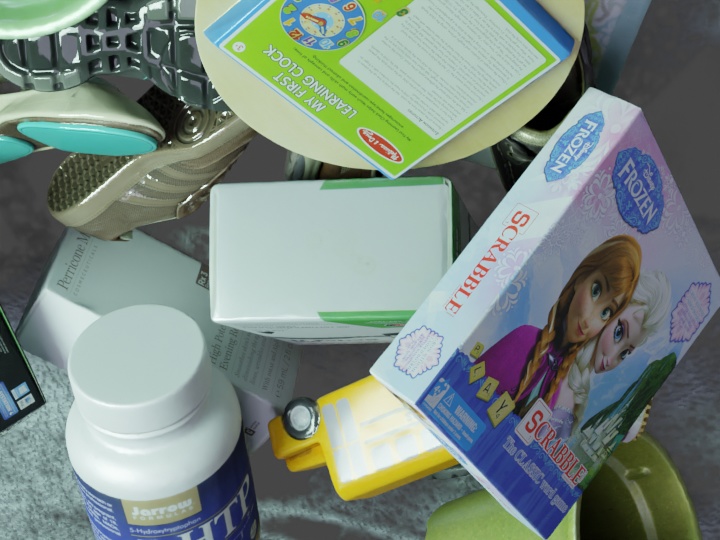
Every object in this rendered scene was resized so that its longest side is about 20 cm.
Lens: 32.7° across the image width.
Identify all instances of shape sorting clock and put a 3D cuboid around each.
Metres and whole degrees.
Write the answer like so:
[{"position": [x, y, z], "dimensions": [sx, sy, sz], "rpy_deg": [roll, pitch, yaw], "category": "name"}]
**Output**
[{"position": [0.015, -0.123, 0.624], "dimensions": [0.196, 0.040, 0.202], "rpy_deg": [-3, 140, -3], "category": "shape sorting clock"}]

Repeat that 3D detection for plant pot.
[{"position": [0.152, 0.239, 0.992], "dimensions": [0.182, 0.202, 0.201], "rpy_deg": [-18, 127, 39], "category": "plant pot"}]

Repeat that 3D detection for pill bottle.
[{"position": [-0.136, 0.127, 0.838], "dimensions": [0.117, 0.121, 0.202], "rpy_deg": [2, 133, 8], "category": "pill bottle"}]

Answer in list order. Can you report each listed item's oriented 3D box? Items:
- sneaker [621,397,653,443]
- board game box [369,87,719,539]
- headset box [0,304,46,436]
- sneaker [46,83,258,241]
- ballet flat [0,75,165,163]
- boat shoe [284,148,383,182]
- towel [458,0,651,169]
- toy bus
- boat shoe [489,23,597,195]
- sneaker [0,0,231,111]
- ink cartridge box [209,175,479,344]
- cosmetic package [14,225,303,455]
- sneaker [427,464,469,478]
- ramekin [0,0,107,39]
[{"position": [0.167, 0.037, 0.876], "dimensions": [0.088, 0.075, 0.203], "rpy_deg": [3, 124, 10], "category": "sneaker"}, {"position": [0.121, 0.034, 0.718], "dimensions": [0.041, 0.200, 0.200], "rpy_deg": [31, 170, 42], "category": "board game box"}, {"position": [-0.326, 0.010, 0.860], "dimensions": [0.092, 0.199, 0.176], "rpy_deg": [-32, 133, -21], "category": "headset box"}, {"position": [-0.122, -0.081, 0.837], "dimensions": [0.198, 0.071, 0.075], "rpy_deg": [-24, 148, 27], "category": "sneaker"}, {"position": [-0.213, -0.107, 0.809], "dimensions": [0.197, 0.070, 0.070], "rpy_deg": [-2, 132, 25], "category": "ballet flat"}, {"position": [0.013, -0.120, 0.707], "dimensions": [0.071, 0.077, 0.201], "rpy_deg": [17, 140, -9], "category": "boat shoe"}, {"position": [0.079, -0.151, 0.740], "dimensions": [0.168, 0.049, 0.202], "rpy_deg": [16, 132, 0], "category": "towel"}, {"position": [0.035, 0.102, 0.850], "dimensions": [0.198, 0.079, 0.065], "rpy_deg": [-25, 164, 24], "category": "toy bus"}, {"position": [0.102, -0.093, 0.709], "dimensions": [0.072, 0.065, 0.202], "rpy_deg": [-4, 131, 14], "category": "boat shoe"}, {"position": [-0.127, -0.151, 0.755], "dimensions": [0.196, 0.080, 0.076], "rpy_deg": [7, 122, 4], "category": "sneaker"}, {"position": [0.000, 0.000, 0.787], "dimensions": [0.144, 0.085, 0.200], "rpy_deg": [-2, 173, 11], "category": "ink cartridge box"}, {"position": [-0.145, 0.045, 0.916], "dimensions": [0.198, 0.103, 0.074], "rpy_deg": [29, 129, -17], "category": "cosmetic package"}, {"position": [0.100, 0.113, 0.928], "dimensions": [0.199, 0.075, 0.081], "rpy_deg": [-13, 91, 56], "category": "sneaker"}, {"position": [-0.197, -0.239, 0.665], "dimensions": [0.196, 0.098, 0.202], "rpy_deg": [5, 127, 7], "category": "ramekin"}]
